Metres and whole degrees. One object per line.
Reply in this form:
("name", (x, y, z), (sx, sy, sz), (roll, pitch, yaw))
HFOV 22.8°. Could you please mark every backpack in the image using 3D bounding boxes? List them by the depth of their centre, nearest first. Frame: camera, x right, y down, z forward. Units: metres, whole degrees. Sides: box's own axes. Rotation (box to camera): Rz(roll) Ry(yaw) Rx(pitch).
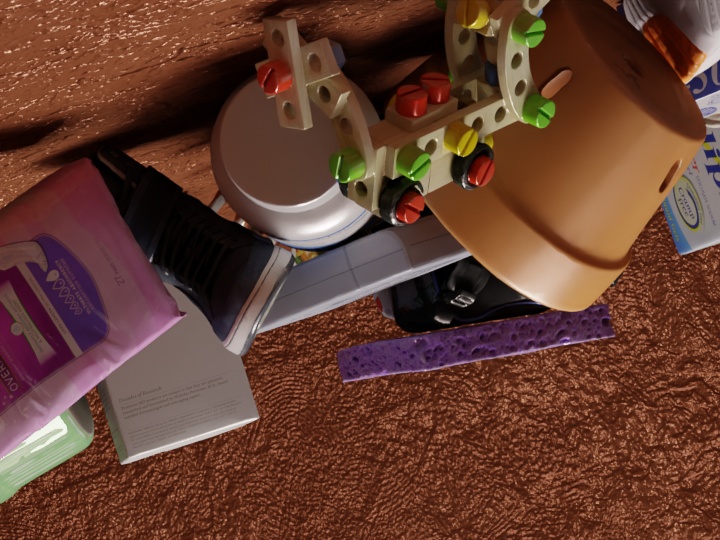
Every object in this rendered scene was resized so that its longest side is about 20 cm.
("backpack", (0.085, -0.053, 1.410), (0.199, 0.191, 0.154), (-8, 176, -39))

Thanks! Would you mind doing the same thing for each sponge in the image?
("sponge", (0.091, 0.057, 1.396), (0.199, 0.030, 0.111), (-8, 176, -37))

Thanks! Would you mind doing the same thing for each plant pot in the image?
("plant pot", (0.134, -0.093, 1.188), (0.140, 0.200, 0.200), (-43, 165, 24))

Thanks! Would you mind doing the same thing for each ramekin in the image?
("ramekin", (-0.303, 0.085, 1.497), (0.097, 0.201, 0.200), (-26, 176, -1))

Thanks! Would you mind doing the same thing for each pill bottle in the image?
("pill bottle", (-0.037, -0.073, 1.149), (0.112, 0.113, 0.200), (-19, 175, 3))

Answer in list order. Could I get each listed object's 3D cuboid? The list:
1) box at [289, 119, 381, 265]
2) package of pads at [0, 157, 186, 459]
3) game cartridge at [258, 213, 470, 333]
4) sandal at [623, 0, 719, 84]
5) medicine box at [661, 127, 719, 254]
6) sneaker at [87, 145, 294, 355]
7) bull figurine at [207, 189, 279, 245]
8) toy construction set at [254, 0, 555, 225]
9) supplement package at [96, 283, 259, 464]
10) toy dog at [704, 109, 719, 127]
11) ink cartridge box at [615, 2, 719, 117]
("box", (-0.019, -0.042, 1.359), (0.041, 0.039, 0.200), (-46, 167, -37))
("package of pads", (-0.213, 0.033, 1.066), (0.200, 0.121, 0.076), (-39, -167, -32))
("game cartridge", (0.000, 0.000, 1.264), (0.133, 0.041, 0.200), (-23, 180, -42))
("sandal", (0.236, -0.178, 1.188), (0.059, 0.079, 0.207), (-22, 177, -12))
("medicine box", (0.321, -0.126, 1.521), (0.102, 0.183, 0.200), (-18, 176, -13))
("sneaker", (-0.124, -0.016, 1.158), (0.077, 0.146, 0.202), (-61, -167, 1))
("bull figurine", (-0.063, -0.060, 1.393), (0.122, 0.065, 0.200), (-53, 168, -3))
("toy construction set", (0.035, -0.105, 1.018), (0.199, 0.132, 0.092), (-16, -141, -27))
("supplement package", (-0.178, 0.053, 1.545), (0.119, 0.201, 0.121), (-17, 176, -12))
("toy dog", (0.246, -0.152, 1.394), (0.199, 0.133, 0.096), (-10, 160, 43))
("ink cartridge box", (0.287, -0.178, 1.262), (0.199, 0.094, 0.044), (-21, 161, 30))
